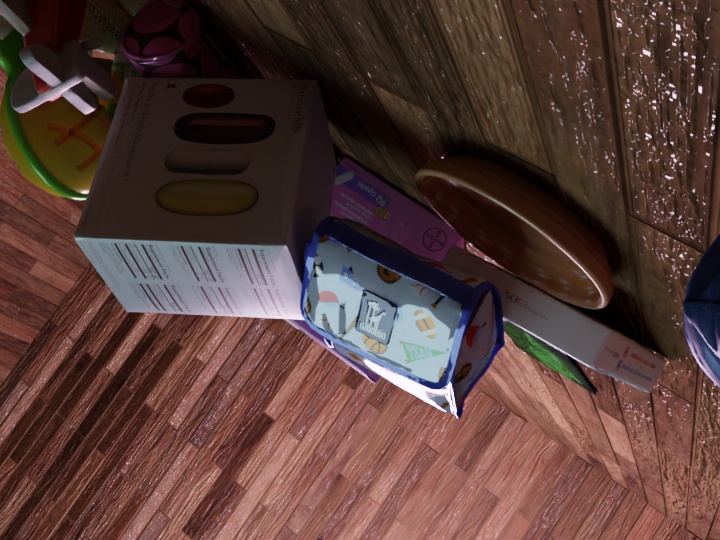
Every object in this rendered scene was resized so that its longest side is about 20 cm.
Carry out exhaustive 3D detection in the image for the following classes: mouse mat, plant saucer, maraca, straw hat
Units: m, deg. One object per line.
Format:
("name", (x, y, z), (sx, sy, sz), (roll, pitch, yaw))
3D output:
("mouse mat", (0.286, 0.128, 1.394), (0.160, 0.008, 0.200), (32, 174, 37))
("plant saucer", (0.137, -0.038, 0.769), (0.199, 0.038, 0.200), (36, 174, 5))
("maraca", (-0.334, -0.170, 0.958), (0.202, 0.106, 0.137), (69, -162, 5))
("straw hat", (-0.307, -0.299, 1.020), (0.200, 0.085, 0.201), (36, 175, 4))

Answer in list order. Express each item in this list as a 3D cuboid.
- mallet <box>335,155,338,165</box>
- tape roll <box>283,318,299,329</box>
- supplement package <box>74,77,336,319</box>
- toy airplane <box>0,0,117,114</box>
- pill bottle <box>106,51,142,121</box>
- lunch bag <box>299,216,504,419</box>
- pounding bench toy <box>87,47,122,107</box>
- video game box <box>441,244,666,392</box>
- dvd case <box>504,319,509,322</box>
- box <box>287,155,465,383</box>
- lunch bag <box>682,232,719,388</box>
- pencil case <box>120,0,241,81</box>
("mallet", (-0.085, -0.063, 1.061), (0.041, 0.201, 0.066), (29, 171, 4))
("tape roll", (-0.084, -0.039, 1.238), (0.139, 0.204, 0.203), (36, 174, -10))
("supplement package", (-0.139, -0.071, 0.870), (0.198, 0.193, 0.148), (2, 151, 9))
("toy airplane", (-0.313, -0.239, 0.844), (0.140, 0.199, 0.202), (-4, 115, 17))
("pill bottle", (-0.251, -0.149, 1.052), (0.110, 0.202, 0.111), (9, -175, -1))
("lunch bag", (0.040, 0.038, 0.834), (0.169, 0.124, 0.200), (26, 160, 19))
("pounding bench toy", (-0.320, -0.277, 1.160), (0.154, 0.202, 0.124), (4, -177, -19))
("video game box", (0.200, 0.051, 0.923), (0.199, 0.047, 0.182), (31, -173, 37))
("dvd case", (0.108, 0.024, 1.223), (0.148, 0.016, 0.200), (-10, 142, 41))
("box", (0.000, 0.000, 1.064), (0.175, 0.201, 0.097), (35, 175, 14))
("lunch bag", (0.214, 0.018, 0.274), (0.199, 0.136, 0.132), (38, 174, -10))
("pencil case", (-0.171, -0.208, 0.946), (0.090, 0.094, 0.200), (31, 171, 24))
